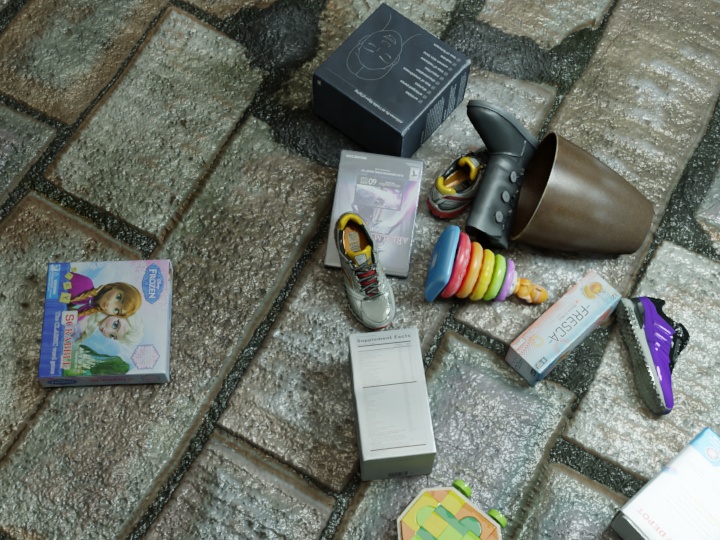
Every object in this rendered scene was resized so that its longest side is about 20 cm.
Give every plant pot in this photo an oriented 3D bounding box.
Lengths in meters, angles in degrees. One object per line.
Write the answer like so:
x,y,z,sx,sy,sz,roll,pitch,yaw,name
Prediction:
0.371,-0.104,1.820,0.199,0.187,0.188,21,64,-7,plant pot

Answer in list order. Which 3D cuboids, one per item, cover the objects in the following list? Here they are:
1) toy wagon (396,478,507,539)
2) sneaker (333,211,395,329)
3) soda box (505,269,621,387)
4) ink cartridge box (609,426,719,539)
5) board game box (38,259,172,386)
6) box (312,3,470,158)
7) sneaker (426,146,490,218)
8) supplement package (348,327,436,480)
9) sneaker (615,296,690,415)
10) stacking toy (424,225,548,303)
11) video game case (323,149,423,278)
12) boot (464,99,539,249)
0.149,0.409,1.620,0.200,0.040,0.155,38,69,16,toy wagon
0.000,0.000,1.784,0.077,0.082,0.201,-20,82,-1,sneaker
0.325,0.092,1.768,0.200,0.064,0.068,-40,71,-18,soda box
0.489,0.355,1.629,0.200,0.085,0.145,-37,69,-19,ink cartridge box
-0.403,0.082,1.762,0.198,0.041,0.201,-2,64,-3,board game box
0.052,-0.321,1.927,0.200,0.124,0.197,37,67,15,box
0.202,-0.166,1.875,0.200,0.082,0.078,-38,71,-19,sneaker
0.045,0.203,1.681,0.113,0.110,0.201,-5,64,-3,supplement package
0.480,0.127,1.751,0.099,0.070,0.201,-8,64,-8,sneaker
0.213,0.012,1.796,0.199,0.116,0.110,17,66,-5,stacking toy
0.023,-0.095,1.849,0.142,0.019,0.202,8,80,3,video game case
0.206,-0.154,1.797,0.164,0.065,0.201,30,76,-33,boot
